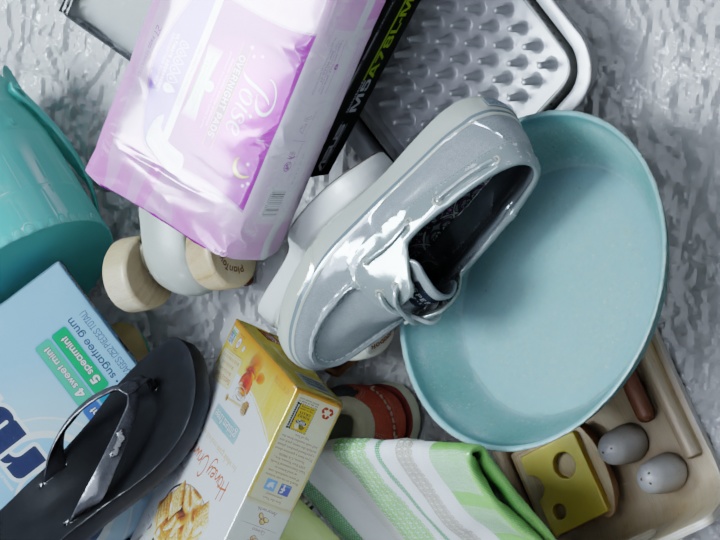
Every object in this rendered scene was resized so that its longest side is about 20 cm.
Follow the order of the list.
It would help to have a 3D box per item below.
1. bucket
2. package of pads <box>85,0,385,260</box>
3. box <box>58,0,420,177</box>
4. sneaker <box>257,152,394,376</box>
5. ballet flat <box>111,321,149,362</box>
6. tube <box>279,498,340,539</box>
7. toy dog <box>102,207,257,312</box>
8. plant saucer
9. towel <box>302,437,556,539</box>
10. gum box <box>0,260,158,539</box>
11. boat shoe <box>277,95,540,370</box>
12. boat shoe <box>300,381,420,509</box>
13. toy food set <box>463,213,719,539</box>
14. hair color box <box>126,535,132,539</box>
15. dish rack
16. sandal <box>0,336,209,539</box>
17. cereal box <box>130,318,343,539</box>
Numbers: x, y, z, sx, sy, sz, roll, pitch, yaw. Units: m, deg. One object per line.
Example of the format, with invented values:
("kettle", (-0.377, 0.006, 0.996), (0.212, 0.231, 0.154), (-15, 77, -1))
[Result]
("bucket", (-0.272, -0.024, 1.779), (0.135, 0.207, 0.207), (52, 122, 18))
("package of pads", (-0.068, -0.118, 1.562), (0.120, 0.076, 0.200), (31, 109, 22))
("box", (-0.061, -0.188, 1.617), (0.200, 0.048, 0.193), (36, 108, 18))
("sneaker", (0.000, 0.000, 1.636), (0.085, 0.073, 0.200), (48, 153, 12))
("ballet flat", (-0.198, 0.128, 1.824), (0.069, 0.063, 0.200), (36, 116, 37))
("tube", (0.011, 0.226, 1.662), (0.052, 0.058, 0.200), (-44, 98, 1))
("toy dog", (-0.099, -0.063, 1.728), (0.132, 0.096, 0.200), (16, 91, 36))
("plant saucer", (0.106, 0.009, 1.532), (0.200, 0.036, 0.200), (-17, 65, 41))
("towel", (0.047, 0.159, 1.591), (0.149, 0.031, 0.200), (50, 154, -19))
("gum box", (-0.222, 0.120, 1.725), (0.200, 0.045, 0.170), (-37, 93, -3))
("boat shoe", (0.028, -0.008, 1.540), (0.201, 0.070, 0.072), (-50, 43, 18))
("boat shoe", (-0.049, 0.129, 1.720), (0.200, 0.063, 0.071), (-32, 80, 36))
("toy food set", (0.116, 0.084, 1.594), (0.143, 0.060, 0.200), (-30, 78, 35))
("hair color box", (-0.217, 0.196, 1.792), (0.200, 0.061, 0.100), (18, 110, -2))
("dish rack", (0.048, -0.139, 1.623), (0.172, 0.044, 0.200), (-47, 70, 30))
("sandal", (-0.169, 0.123, 1.666), (0.200, 0.043, 0.076), (-48, 46, -2))
("cereal box", (-0.087, 0.143, 1.644), (0.200, 0.039, 0.144), (-64, 23, 6))
